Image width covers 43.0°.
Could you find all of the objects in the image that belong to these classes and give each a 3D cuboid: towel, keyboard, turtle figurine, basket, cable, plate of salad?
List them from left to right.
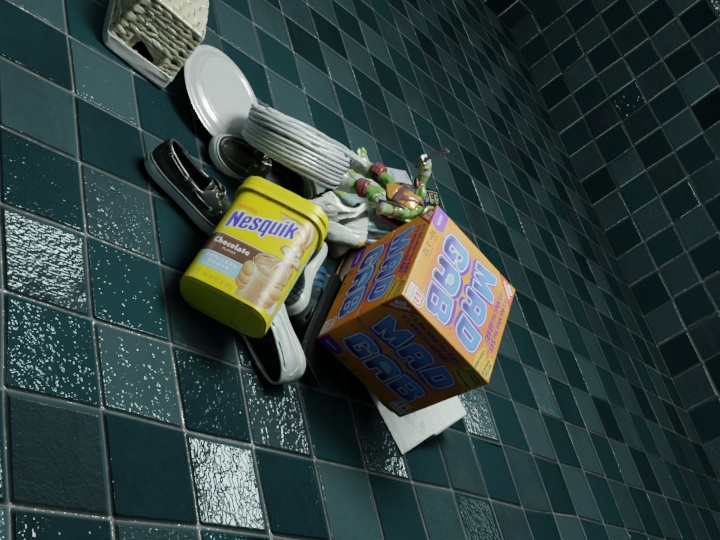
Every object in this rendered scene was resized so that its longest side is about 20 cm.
[{"bbox_3d":[-0.332,-0.430,1.517,0.135,0.122,0.203,35,34,-34],"label":"basket"},{"bbox_3d":[-0.243,-0.294,1.593,0.199,0.047,0.204,40,39,-41],"label":"plate of salad"},{"bbox_3d":[-0.108,-0.213,1.556,0.198,0.070,0.199,17,15,-47],"label":"cable"},{"bbox_3d":[-0.049,0.108,1.468,0.129,0.020,0.202,66,29,-31],"label":"keyboard"},{"bbox_3d":[-0.014,-0.123,1.688,0.196,0.048,0.174,13,43,-25],"label":"towel"},{"bbox_3d":[0.056,-0.165,1.606,0.191,0.146,0.200,26,-9,22],"label":"turtle figurine"}]

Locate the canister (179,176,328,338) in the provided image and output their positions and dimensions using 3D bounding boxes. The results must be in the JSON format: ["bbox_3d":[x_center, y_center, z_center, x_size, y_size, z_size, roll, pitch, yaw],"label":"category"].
[{"bbox_3d":[-0.150,-0.020,1.301,0.146,0.087,0.202,25,55,5],"label":"canister"}]

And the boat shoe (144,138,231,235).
[{"bbox_3d":[-0.238,-0.115,1.384,0.200,0.056,0.069,44,28,-24],"label":"boat shoe"}]

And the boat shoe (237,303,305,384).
[{"bbox_3d":[-0.147,0.073,1.331,0.204,0.069,0.071,62,25,8],"label":"boat shoe"}]

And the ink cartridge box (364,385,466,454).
[{"bbox_3d":[0.075,0.204,1.601,0.172,0.043,0.203,-23,79,-38],"label":"ink cartridge box"}]

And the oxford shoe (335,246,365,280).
[{"bbox_3d":[0.000,0.000,1.661,0.071,0.072,0.202,39,31,-31],"label":"oxford shoe"}]

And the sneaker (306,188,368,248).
[{"bbox_3d":[-0.079,-0.101,1.557,0.196,0.075,0.090,13,86,-18],"label":"sneaker"}]

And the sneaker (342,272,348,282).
[{"bbox_3d":[0.030,0.094,1.562,0.077,0.066,0.204,-16,77,-38],"label":"sneaker"}]

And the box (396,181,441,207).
[{"bbox_3d":[0.120,-0.077,1.917,0.199,0.047,0.198,4,76,-59],"label":"box"}]

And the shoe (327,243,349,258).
[{"bbox_3d":[-0.054,-0.107,1.726,0.068,0.054,0.203,11,43,-24],"label":"shoe"}]

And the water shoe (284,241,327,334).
[{"bbox_3d":[-0.091,0.028,1.504,0.201,0.070,0.080,-70,144,-54],"label":"water shoe"}]

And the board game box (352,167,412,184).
[{"bbox_3d":[0.071,-0.153,1.991,0.199,0.040,0.155,2,59,-59],"label":"board game box"}]

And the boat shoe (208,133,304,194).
[{"bbox_3d":[-0.173,-0.180,1.562,0.199,0.056,0.070,27,65,-47],"label":"boat shoe"}]

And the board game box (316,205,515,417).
[{"bbox_3d":[0.090,0.068,1.435,0.200,0.198,0.202,44,45,-19],"label":"board game box"}]
